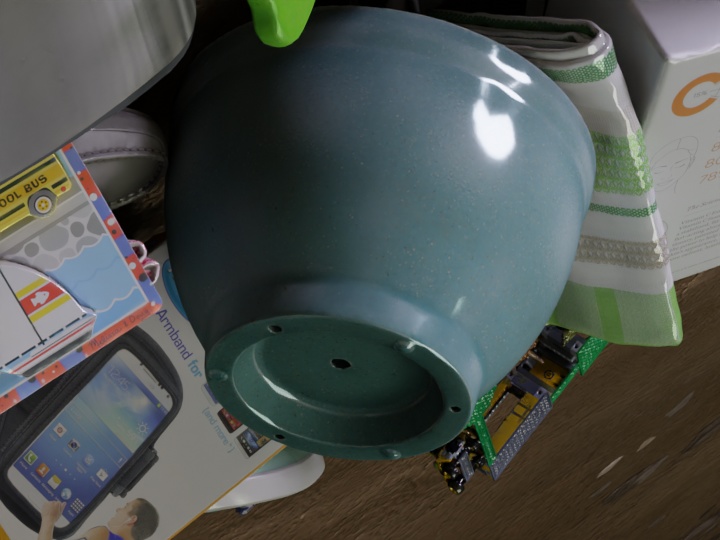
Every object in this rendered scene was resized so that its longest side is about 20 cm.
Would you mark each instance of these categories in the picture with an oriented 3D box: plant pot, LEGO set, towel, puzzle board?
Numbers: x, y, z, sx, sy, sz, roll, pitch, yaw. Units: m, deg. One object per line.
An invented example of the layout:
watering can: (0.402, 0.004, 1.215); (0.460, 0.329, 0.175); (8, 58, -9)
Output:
plant pot: (0.000, 0.000, 0.883); (0.199, 0.135, 0.201); (7, 147, 5)
LEGO set: (0.068, 0.017, 1.146); (0.200, 0.116, 0.154); (-54, 153, -9)
towel: (-0.165, 0.027, 0.863); (0.146, 0.030, 0.200); (-33, -171, -11)
puzzle board: (-0.190, 0.006, 0.730); (0.200, 0.151, 0.017); (-33, -160, -12)
towel: (0.073, -0.041, 0.960); (0.031, 0.149, 0.201); (-55, 141, -33)

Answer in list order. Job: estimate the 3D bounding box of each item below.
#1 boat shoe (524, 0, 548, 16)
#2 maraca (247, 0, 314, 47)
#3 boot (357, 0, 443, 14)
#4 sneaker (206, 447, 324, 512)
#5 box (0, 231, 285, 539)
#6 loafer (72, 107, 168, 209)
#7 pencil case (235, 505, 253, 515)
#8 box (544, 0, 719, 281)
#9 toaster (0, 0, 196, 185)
boat shoe: (0.134, -0.126, 1.088); (0.073, 0.068, 0.200); (-33, 160, -14)
maraca: (-0.005, -0.159, 0.672); (0.200, 0.107, 0.138); (-47, 130, -45)
boot: (0.080, -0.190, 0.847); (0.199, 0.073, 0.182); (-30, 174, -4)
sneaker: (-0.094, 0.068, 1.034); (0.073, 0.119, 0.200); (-14, 173, 37)
box: (-0.115, 0.070, 0.938); (0.200, 0.119, 0.041); (-37, -167, -26)
loafer: (-0.156, -0.019, 0.814); (0.199, 0.070, 0.070); (-21, 155, -40)
pencil case: (-0.137, 0.108, 1.112); (0.093, 0.085, 0.200); (-55, 155, 20)
box: (0.159, -0.088, 0.993); (0.124, 0.098, 0.200); (-17, 149, -19)
toaster: (-0.133, -0.100, 0.612); (0.199, 0.114, 0.129); (-32, 158, -14)
